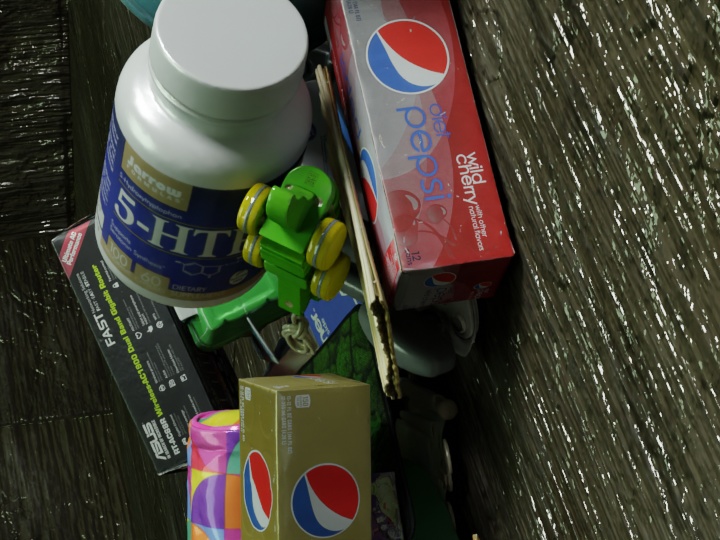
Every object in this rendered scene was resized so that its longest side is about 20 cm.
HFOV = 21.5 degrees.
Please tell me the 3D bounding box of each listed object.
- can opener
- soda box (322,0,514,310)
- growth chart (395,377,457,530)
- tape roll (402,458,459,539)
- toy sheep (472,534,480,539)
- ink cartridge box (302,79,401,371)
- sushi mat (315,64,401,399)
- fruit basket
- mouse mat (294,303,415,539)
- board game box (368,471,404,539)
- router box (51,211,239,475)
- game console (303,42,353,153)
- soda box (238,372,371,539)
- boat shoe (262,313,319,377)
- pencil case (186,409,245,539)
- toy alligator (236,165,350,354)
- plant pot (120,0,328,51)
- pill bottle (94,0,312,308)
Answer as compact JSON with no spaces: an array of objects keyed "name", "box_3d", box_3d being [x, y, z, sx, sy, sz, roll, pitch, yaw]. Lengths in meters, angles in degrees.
[{"name":"can opener","box_3d":[0.000,0.000,1.203,0.200,0.066,0.053,33,132,43]},{"name":"soda box","box_3d":[0.032,-0.081,1.116,0.063,0.070,0.201,108,152,-67]},{"name":"growth chart","box_3d":[0.048,0.170,1.299,0.145,0.018,0.201,-140,44,-71]},{"name":"tape roll","box_3d":[0.024,0.230,1.288,0.200,0.048,0.201,172,90,-74]},{"name":"toy sheep","box_3d":[0.047,0.236,1.084,0.138,0.137,0.201,-111,28,-46]},{"name":"ink cartridge box","box_3d":[-0.021,-0.022,1.316,0.201,0.044,0.094,64,151,20]},{"name":"sushi mat","box_3d":[-0.002,-0.025,1.134,0.096,0.012,0.201,82,176,-49]},{"name":"fruit basket","box_3d":[-0.116,-0.010,1.433,0.186,0.093,0.200,64,169,-2]},{"name":"mouse mat","box_3d":[-0.016,0.131,1.271,0.200,0.007,0.162,129,133,-58]},{"name":"board game box","box_3d":[-0.018,0.206,1.247,0.200,0.032,0.121,147,121,-63]},{"name":"router box","box_3d":[-0.153,0.055,1.453,0.201,0.062,0.150,65,-174,7]},{"name":"game console","box_3d":[-0.059,-0.068,1.433,0.200,0.175,0.117,98,-171,-46]},{"name":"soda box","box_3d":[-0.034,0.167,1.163,0.068,0.064,0.201,-172,80,-66]},{"name":"boat shoe","box_3d":[-0.033,0.067,1.463,0.200,0.062,0.072,121,170,-62]},{"name":"pencil case","box_3d":[-0.071,0.189,1.229,0.088,0.088,0.201,-157,67,-75]},{"name":"toy alligator","box_3d":[-0.032,-0.013,1.137,0.054,0.059,0.200,-58,-16,-22]},{"name":"plant pot","box_3d":[-0.048,-0.256,1.146,0.188,0.199,0.201,-40,57,56]},{"name":"pill bottle","box_3d":[-0.094,-0.079,1.150,0.200,0.119,0.120,109,151,-52]}]
